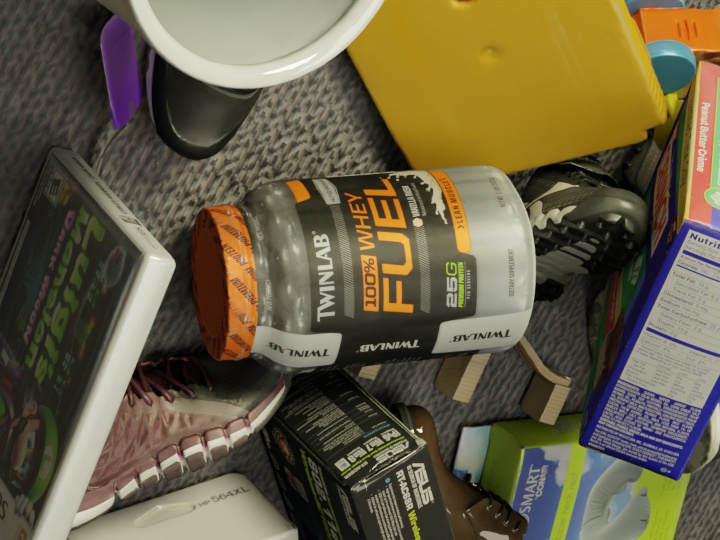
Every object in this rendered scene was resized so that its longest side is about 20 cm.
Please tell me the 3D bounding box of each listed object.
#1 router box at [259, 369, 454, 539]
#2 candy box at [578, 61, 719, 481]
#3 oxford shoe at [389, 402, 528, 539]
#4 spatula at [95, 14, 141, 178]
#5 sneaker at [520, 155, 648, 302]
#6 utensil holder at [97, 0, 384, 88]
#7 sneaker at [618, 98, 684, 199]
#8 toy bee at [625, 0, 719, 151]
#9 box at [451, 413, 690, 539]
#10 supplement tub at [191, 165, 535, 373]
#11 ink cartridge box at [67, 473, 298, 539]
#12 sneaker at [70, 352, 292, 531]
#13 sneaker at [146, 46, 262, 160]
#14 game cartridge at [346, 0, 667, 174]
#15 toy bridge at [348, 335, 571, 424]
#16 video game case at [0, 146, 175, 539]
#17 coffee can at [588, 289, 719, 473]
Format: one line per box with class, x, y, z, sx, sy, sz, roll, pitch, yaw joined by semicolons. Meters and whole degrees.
router box;0.004;0.167;1.502;0.062;0.150;0.201;-30;127;-17
candy box;0.209;0.000;1.417;0.077;0.169;0.200;19;130;-2
oxford shoe;0.070;0.170;1.585;0.084;0.073;0.201;-22;118;-4
spatula;-0.153;-0.060;1.356;0.020;0.057;0.201;15;119;6
sneaker;0.138;-0.041;1.457;0.066;0.200;0.091;22;75;-10
utensil holder;-0.095;-0.211;1.206;0.169;0.200;0.171;-16;122;-28
sneaker;0.227;-0.085;1.565;0.071;0.098;0.201;25;69;-65
toy bee;0.180;-0.146;1.502;0.199;0.131;0.109;22;147;-4
box;0.156;0.169;1.675;0.199;0.048;0.122;-3;114;-34
supplement tub;0.000;0.000;1.417;0.199;0.123;0.123;-6;117;-18
ink cartridge box;-0.119;0.256;1.508;0.146;0.084;0.201;-18;123;-26
sneaker;-0.141;0.074;1.407;0.200;0.076;0.116;-31;124;-17
sneaker;-0.067;-0.156;1.318;0.076;0.088;0.201;21;99;-19
game cartridge;0.082;-0.145;1.407;0.176;0.033;0.200;-12;133;20
toy bridge;0.077;0.058;1.577;0.200;0.027;0.067;16;103;-39
video game case;-0.180;0.049;1.295;0.023;0.182;0.201;16;104;-31
coffee can;0.288;0.041;1.634;0.199;0.146;0.147;-23;125;-22
